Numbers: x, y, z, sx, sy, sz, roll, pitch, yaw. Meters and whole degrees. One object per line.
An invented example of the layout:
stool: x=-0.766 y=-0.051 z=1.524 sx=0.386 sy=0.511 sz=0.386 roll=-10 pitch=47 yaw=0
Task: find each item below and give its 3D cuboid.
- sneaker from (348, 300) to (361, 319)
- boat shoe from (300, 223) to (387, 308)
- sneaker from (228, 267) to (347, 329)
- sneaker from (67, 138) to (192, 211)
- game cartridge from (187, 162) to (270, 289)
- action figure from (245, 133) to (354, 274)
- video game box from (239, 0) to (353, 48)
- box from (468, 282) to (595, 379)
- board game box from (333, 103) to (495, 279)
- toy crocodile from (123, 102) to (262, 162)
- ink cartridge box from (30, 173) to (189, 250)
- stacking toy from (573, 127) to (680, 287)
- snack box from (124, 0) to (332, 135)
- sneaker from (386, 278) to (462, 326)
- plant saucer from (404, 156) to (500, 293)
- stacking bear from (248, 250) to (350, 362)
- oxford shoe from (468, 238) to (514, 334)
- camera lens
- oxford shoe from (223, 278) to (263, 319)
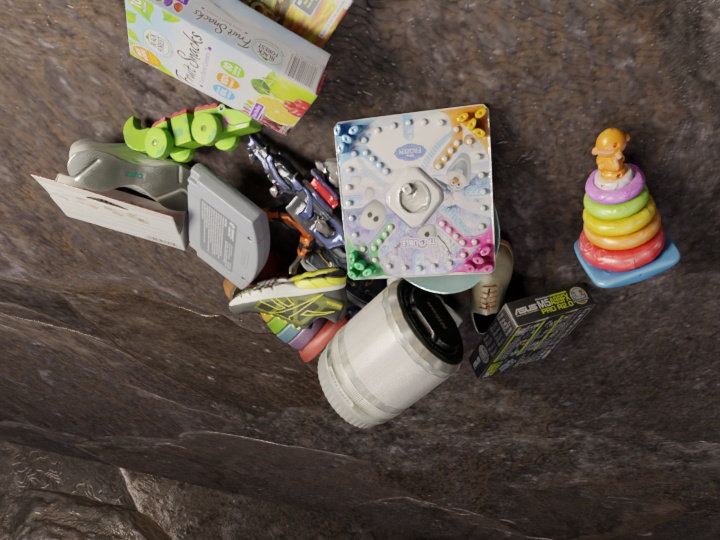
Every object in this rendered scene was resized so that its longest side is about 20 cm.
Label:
sneaker: x=0.003 y=0.132 z=0.989 sx=0.195 sy=0.151 sz=0.080 roll=-15 pitch=147 yaw=27
boat shoe: x=0.000 y=0.000 z=0.881 sx=0.197 sy=0.072 sz=0.090 roll=29 pitch=142 yaw=-23
sneaker: x=-0.111 y=0.055 z=0.833 sx=0.194 sy=0.075 sz=0.087 roll=-10 pitch=101 yaw=11
sneaker: x=-0.308 y=-0.144 z=0.765 sx=0.196 sy=0.081 sz=0.072 roll=14 pitch=116 yaw=-39
game cartridge: x=-0.194 y=-0.053 z=0.792 sx=0.132 sy=0.041 sz=0.201 roll=40 pitch=148 yaw=6
action figure: x=-0.090 y=-0.107 z=0.770 sx=0.192 sy=0.105 sz=0.202 roll=-32 pitch=100 yaw=35
video game box: x=-0.071 y=-0.318 z=0.492 sx=0.179 sy=0.048 sz=0.199 roll=28 pitch=140 yaw=-21
box: x=0.291 y=0.109 z=0.935 sx=0.155 sy=0.045 sz=0.202 roll=-12 pitch=148 yaw=-17
board game box: x=0.066 y=-0.091 z=0.674 sx=0.193 sy=0.026 sz=0.207 roll=-3 pitch=102 yaw=14
toy crocodile: x=-0.217 y=-0.183 z=0.698 sx=0.194 sy=0.064 sz=0.067 roll=-8 pitch=-177 yaw=20
ink cartridge box: x=-0.360 y=-0.098 z=0.808 sx=0.194 sy=0.045 sz=0.174 roll=17 pitch=163 yaw=-9
stacking toy: x=0.322 y=-0.090 z=0.678 sx=0.113 sy=0.111 sz=0.203 roll=-20 pitch=126 yaw=13
snack box: x=-0.143 y=-0.229 z=0.574 sx=0.196 sy=0.054 sz=0.142 roll=24 pitch=167 yaw=-19
sneaker: x=0.104 y=0.080 z=0.926 sx=0.199 sy=0.090 sz=0.075 roll=36 pitch=174 yaw=-39
plant saucer: x=0.104 y=-0.068 z=0.745 sx=0.196 sy=0.039 sz=0.207 roll=17 pitch=123 yaw=28
stacking bear: x=-0.127 y=0.047 z=0.922 sx=0.200 sy=0.114 sz=0.121 roll=45 pitch=172 yaw=-7
oxford shoe: x=0.212 y=0.029 z=0.872 sx=0.068 sy=0.076 sz=0.202 roll=1 pitch=143 yaw=10
camera lens: x=0.048 y=0.127 z=0.827 sx=0.158 sy=0.162 sz=0.199 roll=32 pitch=120 yaw=-29
oxford shoe: x=-0.177 y=0.059 z=1.022 sx=0.071 sy=0.072 sz=0.199 roll=29 pitch=174 yaw=45
